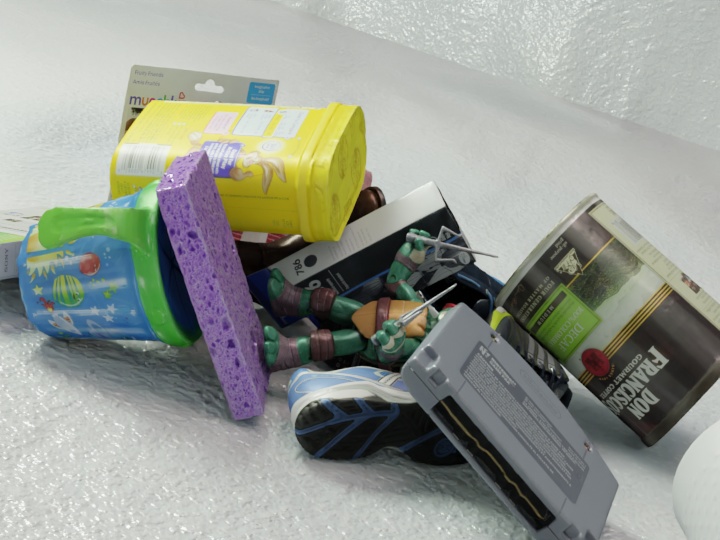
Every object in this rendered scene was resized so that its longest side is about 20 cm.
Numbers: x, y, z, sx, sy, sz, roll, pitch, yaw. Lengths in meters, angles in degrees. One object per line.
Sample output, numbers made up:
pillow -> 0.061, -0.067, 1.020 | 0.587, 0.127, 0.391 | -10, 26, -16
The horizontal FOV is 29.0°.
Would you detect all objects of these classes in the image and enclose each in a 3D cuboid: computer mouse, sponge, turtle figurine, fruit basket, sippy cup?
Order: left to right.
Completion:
sippy cup -> -0.207, 0.001, 1.151 | 0.130, 0.178, 0.140 | -7, 32, 10
fruit basket -> -0.164, -0.098, 1.387 | 0.185, 0.201, 0.094 | 0, 23, -44
sponge -> -0.116, 0.010, 1.134 | 0.030, 0.201, 0.112 | -14, 16, 6
turtle figurine -> 0.021, 0.039, 1.183 | 0.199, 0.101, 0.150 | -4, 30, 5
computer mouse -> 0.043, 0.092, 1.244 | 0.200, 0.059, 0.034 | 27, 12, 26

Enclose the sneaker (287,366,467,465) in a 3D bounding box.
sneaker -> 0.033, 0.110, 1.142 | 0.199, 0.076, 0.077 | 9, 23, -26

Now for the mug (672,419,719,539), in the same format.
mug -> 0.331, 0.180, 1.004 | 0.147, 0.201, 0.175 | 7, 26, -13

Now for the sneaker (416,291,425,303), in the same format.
sneaker -> 0.017, 0.053, 1.345 | 0.079, 0.078, 0.200 | -19, 33, -19

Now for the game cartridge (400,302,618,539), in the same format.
game cartridge -> 0.120, 0.123, 1.090 | 0.200, 0.040, 0.133 | 50, 31, -1

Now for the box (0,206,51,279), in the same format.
box -> -0.309, -0.027, 1.263 | 0.144, 0.036, 0.200 | 9, 10, 31

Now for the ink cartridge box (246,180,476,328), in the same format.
ink cartridge box -> 0.000, 0.000, 1.276 | 0.099, 0.200, 0.039 | 53, 12, -52

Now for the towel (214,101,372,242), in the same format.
towel -> -0.082, -0.067, 1.396 | 0.200, 0.145, 0.023 | 23, -12, -35

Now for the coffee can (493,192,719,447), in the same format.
coffee can -> 0.247, 0.046, 1.317 | 0.200, 0.146, 0.146 | 43, 24, 11

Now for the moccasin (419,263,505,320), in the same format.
moccasin -> 0.097, 0.034, 1.385 | 0.200, 0.080, 0.068 | 39, 34, -23

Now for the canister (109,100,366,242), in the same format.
canister -> -0.107, -0.093, 1.244 | 0.199, 0.087, 0.149 | 4, 34, 13

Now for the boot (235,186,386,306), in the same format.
boot -> -0.096, -0.021, 1.280 | 0.200, 0.186, 0.064 | 8, 46, -38

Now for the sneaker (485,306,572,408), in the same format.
sneaker -> 0.147, 0.088, 1.258 | 0.081, 0.074, 0.200 | 33, 3, 23

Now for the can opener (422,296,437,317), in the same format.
can opener -> 0.034, 0.006, 1.487 | 0.052, 0.067, 0.200 | 3, 19, -20
